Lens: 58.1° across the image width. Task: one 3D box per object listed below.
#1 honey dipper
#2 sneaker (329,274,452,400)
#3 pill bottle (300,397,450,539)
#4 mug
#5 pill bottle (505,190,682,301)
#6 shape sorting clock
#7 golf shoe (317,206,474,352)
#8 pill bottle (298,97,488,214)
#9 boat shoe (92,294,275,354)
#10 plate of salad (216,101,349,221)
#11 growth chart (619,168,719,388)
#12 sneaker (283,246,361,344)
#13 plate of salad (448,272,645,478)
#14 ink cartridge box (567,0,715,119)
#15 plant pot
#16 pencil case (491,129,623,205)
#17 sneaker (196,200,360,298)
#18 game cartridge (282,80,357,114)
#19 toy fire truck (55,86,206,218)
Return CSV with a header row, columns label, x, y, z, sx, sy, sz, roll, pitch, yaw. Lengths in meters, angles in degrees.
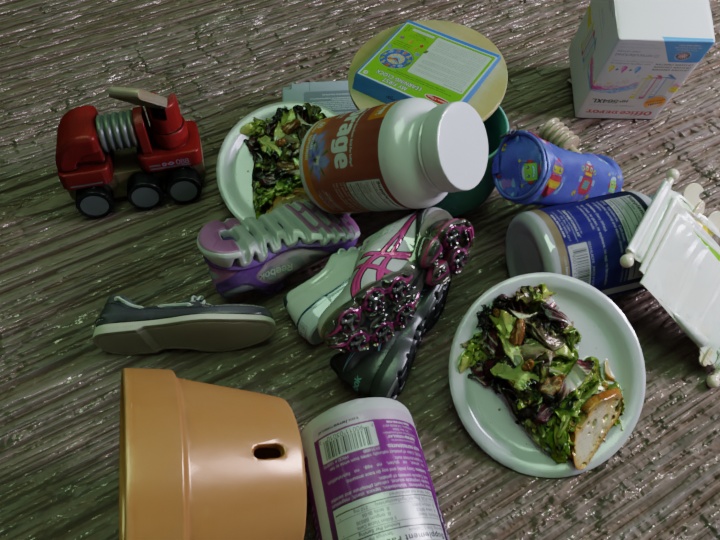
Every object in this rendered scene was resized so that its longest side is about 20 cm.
label,x,y,z,sx,sy,sz,roll,pitch,yaw
honey dipper,0.319,-0.132,0.872,0.038,0.038,0.201,-26,59,-19
sneaker,0.040,0.048,0.706,0.078,0.076,0.201,22,55,18
pill bottle,0.017,0.222,0.550,0.110,0.113,0.203,-10,54,-9
mug,0.102,-0.157,0.838,0.149,0.115,0.187,-11,53,-8
pill bottle,0.277,-0.026,0.740,0.196,0.117,0.117,-11,53,-11
shape sorting clock,0.082,-0.238,0.801,0.195,0.040,0.203,-1,56,1
golf shoe,0.025,0.006,0.667,0.199,0.073,0.091,-39,43,-25
pill bottle,0.033,-0.122,0.697,0.198,0.113,0.113,1,42,46
boat shoe,-0.189,0.047,0.705,0.196,0.073,0.064,-4,55,2
plate of salad,-0.087,-0.137,0.831,0.196,0.048,0.204,1,69,-2
growth chart,0.360,0.004,0.693,0.200,0.018,0.145,47,72,-12
sneaker,0.000,0.000,0.742,0.198,0.074,0.071,-32,63,-22
plate of salad,0.186,0.101,0.644,0.196,0.048,0.205,-1,81,4
ink cartridge box,0.383,-0.310,0.919,0.126,0.201,0.128,2,69,1
plant pot,-0.129,0.182,0.542,0.137,0.202,0.203,1,50,-22
pencil case,0.234,-0.113,0.775,0.198,0.080,0.086,2,12,-43
sneaker,-0.093,-0.020,0.754,0.197,0.090,0.081,-14,40,-29
game cartridge,-0.015,-0.221,0.935,0.196,0.041,0.135,-3,49,-3
toy fire truck,-0.287,-0.164,0.782,0.172,0.202,0.130,-10,52,-9
